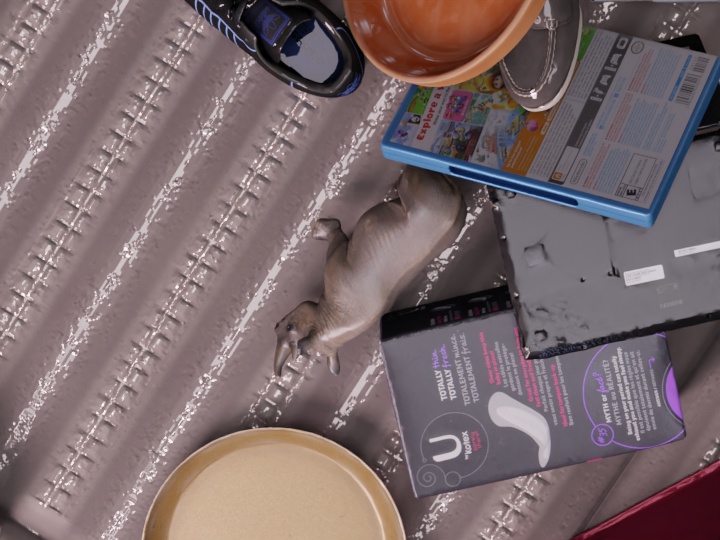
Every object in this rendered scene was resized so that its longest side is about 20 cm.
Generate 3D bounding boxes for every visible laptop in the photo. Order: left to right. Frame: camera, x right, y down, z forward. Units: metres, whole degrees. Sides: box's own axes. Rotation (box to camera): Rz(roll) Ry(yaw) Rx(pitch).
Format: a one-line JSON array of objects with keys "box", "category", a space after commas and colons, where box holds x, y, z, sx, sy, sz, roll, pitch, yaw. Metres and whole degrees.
[{"box": [0.178, -0.054, 1.585, 0.176, 0.103, 0.201, -13, 90, 3], "category": "laptop"}]

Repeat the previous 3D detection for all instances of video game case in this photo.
[{"box": [0.132, -0.112, 1.555, 0.199, 0.018, 0.144, 16, 60, 21], "category": "video game case"}]

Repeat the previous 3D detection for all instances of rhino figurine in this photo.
[{"box": [0.000, 0.000, 1.614, 0.200, 0.087, 0.060, -50, 134, 9], "category": "rhino figurine"}]

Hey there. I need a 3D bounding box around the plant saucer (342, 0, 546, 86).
[{"box": [0.066, -0.224, 1.548, 0.032, 0.200, 0.201, 12, 103, -43], "category": "plant saucer"}]

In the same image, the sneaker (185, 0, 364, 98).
[{"box": [-0.077, -0.194, 1.591, 0.200, 0.078, 0.070, 36, 99, -6], "category": "sneaker"}]

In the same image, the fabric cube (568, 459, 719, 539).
[{"box": [0.280, 0.257, 1.608, 0.196, 0.200, 0.200, -30, 97, 6], "category": "fabric cube"}]

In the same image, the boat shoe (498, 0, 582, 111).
[{"box": [0.116, -0.211, 1.546, 0.067, 0.057, 0.201, -4, 73, 39], "category": "boat shoe"}]

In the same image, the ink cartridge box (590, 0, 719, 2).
[{"box": [0.259, -0.289, 1.591, 0.199, 0.043, 0.198, 0, 100, 4], "category": "ink cartridge box"}]

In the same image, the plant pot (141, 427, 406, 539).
[{"box": [-0.064, 0.212, 1.689, 0.199, 0.027, 0.201, 0, 100, 1], "category": "plant pot"}]

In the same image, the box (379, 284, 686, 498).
[{"box": [0.121, 0.075, 1.622, 0.199, 0.106, 0.123, -12, 99, 2], "category": "box"}]
